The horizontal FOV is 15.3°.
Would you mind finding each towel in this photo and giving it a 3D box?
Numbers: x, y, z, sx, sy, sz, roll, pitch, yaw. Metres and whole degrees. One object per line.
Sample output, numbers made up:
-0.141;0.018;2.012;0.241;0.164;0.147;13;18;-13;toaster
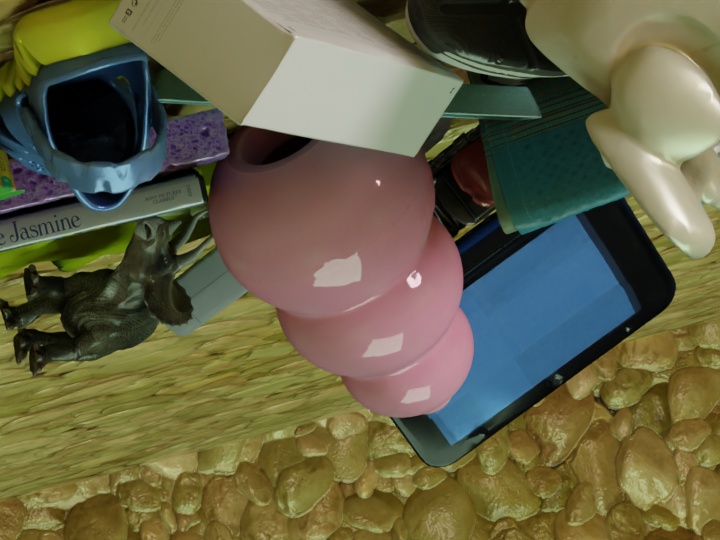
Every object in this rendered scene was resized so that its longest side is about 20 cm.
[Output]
0.157;-0.103;1.417;0.199;0.147;0.022;-18;140;11;towel

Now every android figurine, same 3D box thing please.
-0.144;-0.036;1.617;0.200;0.041;0.182;-21;170;42;android figurine

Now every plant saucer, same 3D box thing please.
-0.011;-0.089;1.370;0.199;0.019;0.070;3;-178;-9;plant saucer

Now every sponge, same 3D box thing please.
-0.176;-0.049;1.425;0.199;0.030;0.112;-14;-176;-14;sponge

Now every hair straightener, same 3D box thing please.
0.116;-0.092;1.507;0.200;0.041;0.077;-42;177;-24;hair straightener

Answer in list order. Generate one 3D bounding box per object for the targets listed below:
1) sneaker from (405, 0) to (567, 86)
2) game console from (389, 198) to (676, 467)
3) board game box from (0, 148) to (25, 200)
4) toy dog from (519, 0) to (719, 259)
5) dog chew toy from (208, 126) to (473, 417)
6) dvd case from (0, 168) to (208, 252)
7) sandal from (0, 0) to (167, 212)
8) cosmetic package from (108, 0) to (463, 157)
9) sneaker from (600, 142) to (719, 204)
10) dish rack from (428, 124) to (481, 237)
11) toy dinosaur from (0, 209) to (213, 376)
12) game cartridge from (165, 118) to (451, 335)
0.074;-0.117;1.354;0.200;0.076;0.115;-11;169;-45;sneaker
0.094;0.027;1.626;0.200;0.119;0.171;-37;-179;0;game console
-0.238;-0.040;1.237;0.095;0.030;0.200;-16;169;17;board game box
0.185;-0.135;1.209;0.200;0.194;0.139;-39;174;18;toy dog
0.000;0.000;1.469;0.124;0.200;0.125;-21;-147;14;dog chew toy
-0.183;-0.025;1.450;0.199;0.018;0.143;-14;-174;-5;dvd case
-0.133;-0.066;1.273;0.079;0.088;0.200;-15;174;-10;sandal
-0.030;-0.098;1.224;0.051;0.082;0.200;-58;159;11;cosmetic package
0.200;-0.114;1.350;0.200;0.072;0.072;-52;158;-15;sneaker
0.052;-0.046;1.610;0.153;0.055;0.200;-38;-178;31;dish rack
-0.157;0.026;1.606;0.102;0.077;0.200;-4;168;-20;toy dinosaur
-0.041;-0.030;1.626;0.133;0.041;0.200;-35;179;-45;game cartridge
